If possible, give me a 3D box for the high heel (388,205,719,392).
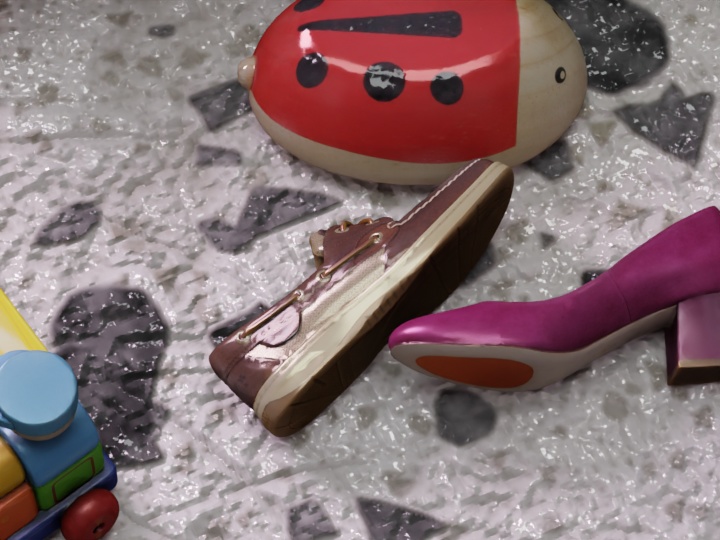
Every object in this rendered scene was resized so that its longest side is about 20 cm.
[{"bbox_3d":[0.109,0.012,1.571,0.199,0.067,0.097,2,68,-16],"label":"high heel"}]

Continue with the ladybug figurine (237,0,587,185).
[{"bbox_3d":[0.030,-0.117,1.643,0.198,0.072,0.137,-4,60,-2],"label":"ladybug figurine"}]

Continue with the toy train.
[{"bbox_3d":[-0.218,0.125,1.477,0.200,0.116,0.085,-35,65,-19],"label":"toy train"}]

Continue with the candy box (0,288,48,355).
[{"bbox_3d":[-0.260,0.009,1.597,0.102,0.026,0.200,-31,65,-20],"label":"candy box"}]

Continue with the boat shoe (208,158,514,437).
[{"bbox_3d":[0.000,0.000,1.579,0.072,0.072,0.200,40,73,19],"label":"boat shoe"}]
